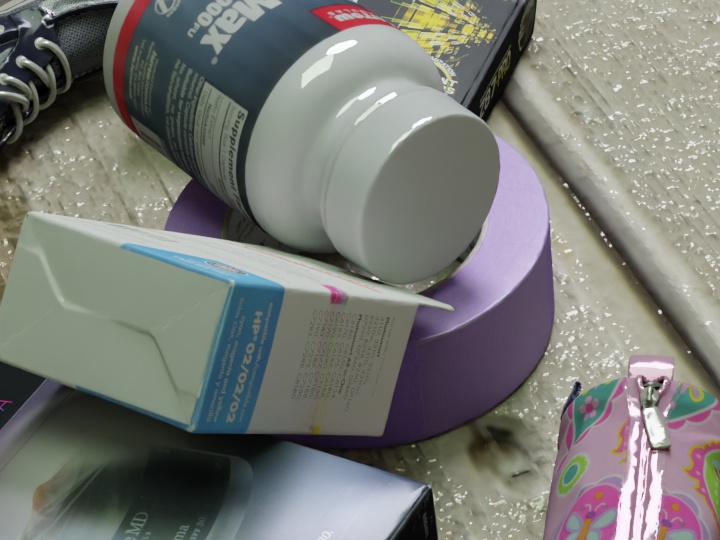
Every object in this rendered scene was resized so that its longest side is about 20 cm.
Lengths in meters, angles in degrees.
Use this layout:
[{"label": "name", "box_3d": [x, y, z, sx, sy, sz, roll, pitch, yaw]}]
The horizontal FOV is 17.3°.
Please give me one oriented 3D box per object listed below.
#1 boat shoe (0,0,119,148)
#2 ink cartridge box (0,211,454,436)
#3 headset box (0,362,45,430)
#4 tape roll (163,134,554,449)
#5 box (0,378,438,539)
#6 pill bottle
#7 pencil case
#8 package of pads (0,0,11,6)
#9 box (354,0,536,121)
[{"label": "boat shoe", "box_3d": [-0.198, -0.110, 1.380, 0.198, 0.075, 0.093, -19, 44, 0]}, {"label": "ink cartridge box", "box_3d": [-0.055, 0.027, 1.053, 0.114, 0.068, 0.199, 18, 5, 30]}, {"label": "headset box", "box_3d": [-0.259, 0.103, 1.111, 0.199, 0.093, 0.174, 19, 46, 29]}, {"label": "tape roll", "box_3d": [0.000, 0.000, 1.217, 0.198, 0.066, 0.201, -4, 39, 3]}, {"label": "box", "box_3d": [-0.095, 0.166, 0.988, 0.197, 0.124, 0.200, 14, 43, 26]}, {"label": "pill bottle", "box_3d": [-0.027, -0.079, 1.172, 0.119, 0.120, 0.200, -31, 45, -26]}, {"label": "pencil case", "box_3d": [0.117, 0.131, 1.027, 0.087, 0.088, 0.201, 3, 42, 12]}, {"label": "package of pads", "box_3d": [-0.276, -0.195, 1.484, 0.199, 0.076, 0.121, -25, 45, -20]}, {"label": "box", "box_3d": [-0.013, -0.133, 1.377, 0.198, 0.049, 0.162, 15, 42, 15]}]
